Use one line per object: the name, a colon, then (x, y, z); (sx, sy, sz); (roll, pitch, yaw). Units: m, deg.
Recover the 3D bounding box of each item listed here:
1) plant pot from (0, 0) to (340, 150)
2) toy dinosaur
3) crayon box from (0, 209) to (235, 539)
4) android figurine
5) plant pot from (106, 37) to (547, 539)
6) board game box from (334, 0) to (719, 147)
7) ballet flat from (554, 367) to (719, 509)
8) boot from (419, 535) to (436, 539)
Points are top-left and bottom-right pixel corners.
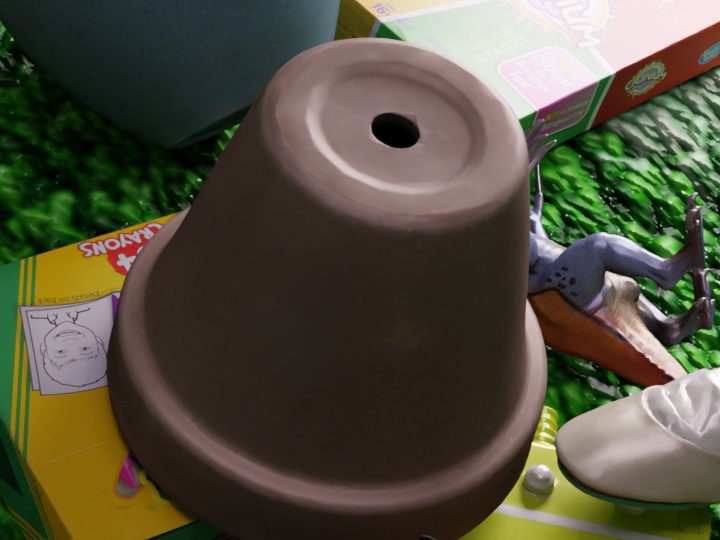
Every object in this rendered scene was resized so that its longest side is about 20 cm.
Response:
plant pot: (-0.088, -0.143, 1.206); (0.200, 0.200, 0.135); (-26, 90, -32)
toy dinosaur: (0.084, -0.001, 1.158); (0.181, 0.105, 0.200); (-5, 56, 12)
crayon box: (-0.080, 0.056, 1.079); (0.200, 0.058, 0.173); (-18, 52, -28)
android figurine: (0.097, 0.144, 1.044); (0.182, 0.041, 0.200); (13, 46, 1)
plant pot: (0.000, 0.000, 0.991); (0.200, 0.175, 0.200); (8, 47, -9)
board game box: (0.100, -0.146, 1.332); (0.200, 0.040, 0.153); (-28, 57, -33)
ballet flat: (0.181, 0.075, 1.072); (0.200, 0.070, 0.070); (7, 41, -33)
boot: (-0.035, 0.188, 0.872); (0.077, 0.138, 0.200); (35, 68, 14)
